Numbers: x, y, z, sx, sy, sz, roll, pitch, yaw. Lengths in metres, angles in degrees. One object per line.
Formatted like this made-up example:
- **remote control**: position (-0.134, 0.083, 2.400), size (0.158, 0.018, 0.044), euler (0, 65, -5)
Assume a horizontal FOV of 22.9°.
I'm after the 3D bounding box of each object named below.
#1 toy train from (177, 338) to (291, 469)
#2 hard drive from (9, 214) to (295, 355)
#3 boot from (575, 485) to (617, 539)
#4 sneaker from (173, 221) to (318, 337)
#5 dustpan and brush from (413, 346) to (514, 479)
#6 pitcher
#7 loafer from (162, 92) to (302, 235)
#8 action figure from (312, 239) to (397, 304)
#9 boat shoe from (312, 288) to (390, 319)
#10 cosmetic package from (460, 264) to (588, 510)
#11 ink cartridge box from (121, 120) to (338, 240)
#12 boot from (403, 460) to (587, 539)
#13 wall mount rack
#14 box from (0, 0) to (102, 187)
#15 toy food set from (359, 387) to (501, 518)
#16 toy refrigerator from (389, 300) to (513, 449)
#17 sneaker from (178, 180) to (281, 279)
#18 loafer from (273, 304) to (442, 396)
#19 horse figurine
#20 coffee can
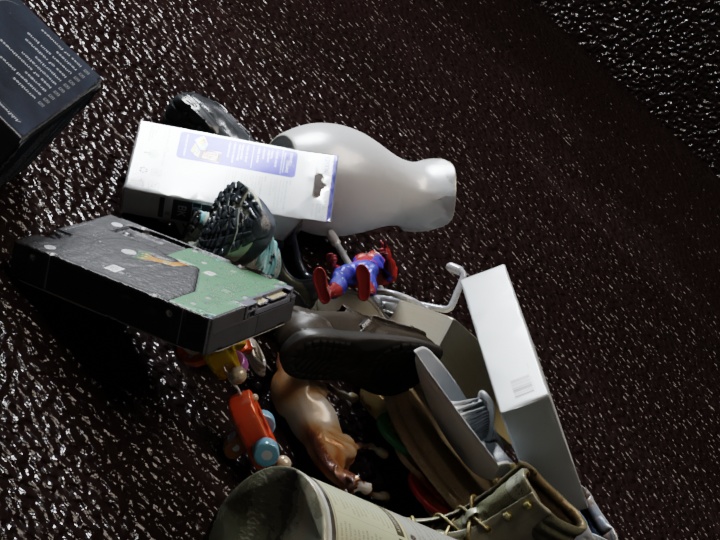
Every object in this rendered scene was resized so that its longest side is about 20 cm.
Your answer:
- **toy train**: position (-0.119, 0.092, 1.556), size (0.200, 0.055, 0.151), euler (-109, 174, -65)
- **hard drive**: position (-0.171, 0.010, 1.478), size (0.199, 0.038, 0.140), euler (19, 19, 23)
- **boot**: position (0.211, 0.297, 1.730), size (0.073, 0.096, 0.200), euler (30, 27, -34)
- **sneaker**: position (-0.109, -0.031, 1.741), size (0.200, 0.081, 0.074), euler (48, 21, 6)
- **dustpan and brush**: position (0.111, 0.151, 1.675), size (0.140, 0.057, 0.200), euler (54, -13, 24)
- **pitcher**: position (-0.020, -0.089, 1.970), size (0.199, 0.171, 0.122), euler (9, 73, -33)
- **loafer**: position (-0.125, -0.112, 1.871), size (0.201, 0.068, 0.070), euler (48, 31, 14)
- **action figure**: position (0.000, 0.000, 1.732), size (0.200, 0.065, 0.052), euler (-19, 99, -80)
- **boat shoe**: position (0.012, 0.072, 1.834), size (0.200, 0.057, 0.067), euler (26, 69, -35)
- **cosmetic package**: position (0.154, 0.114, 1.680), size (0.200, 0.051, 0.151), euler (-103, 170, -53)
- **ink cartridge box**: position (-0.124, -0.083, 1.709), size (0.199, 0.039, 0.100), euler (10, 45, -3)
- **boot**: position (0.086, 0.222, 1.553), size (0.200, 0.155, 0.072), euler (33, 26, -30)
- **wall mount rack**: position (0.050, 0.026, 1.903), size (0.173, 0.075, 0.200), euler (13, -17, 28)
- **box**: position (-0.350, -0.163, 1.477), size (0.200, 0.124, 0.197), euler (44, 20, -5)
- **toy food set**: position (0.080, 0.191, 1.713), size (0.200, 0.049, 0.198), euler (46, 12, -25)
- **toy refrigerator**: position (0.101, 0.112, 1.814), size (0.076, 0.070, 0.200), euler (19, -15, 41)
- **sneaker**: position (-0.103, -0.025, 1.608), size (0.086, 0.078, 0.200), euler (23, -13, -17)
- **loafer**: position (-0.002, 0.062, 1.644), size (0.200, 0.073, 0.071), euler (15, 36, -47)
- **horse figurine**: position (-0.032, 0.137, 1.633), size (0.132, 0.050, 0.200), euler (23, 33, -56)
- **coffee can**: position (-0.006, 0.248, 1.351), size (0.200, 0.146, 0.147), euler (29, 27, -37)
